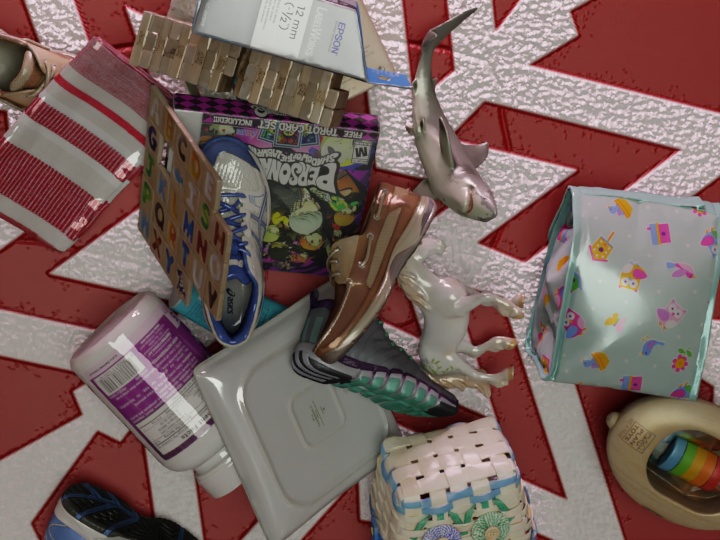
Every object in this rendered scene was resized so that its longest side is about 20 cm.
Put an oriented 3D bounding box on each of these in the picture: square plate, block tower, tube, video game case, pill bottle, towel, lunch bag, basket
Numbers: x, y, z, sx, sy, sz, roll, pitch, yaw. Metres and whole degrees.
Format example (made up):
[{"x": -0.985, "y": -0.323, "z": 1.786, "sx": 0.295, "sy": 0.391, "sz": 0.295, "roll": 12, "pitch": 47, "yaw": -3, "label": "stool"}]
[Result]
[{"x": -0.050, "y": 0.139, "z": 1.706, "sx": 0.198, "sy": 0.028, "sz": 0.200, "roll": -33, "pitch": 108, "yaw": -35, "label": "square plate"}, {"x": -0.110, "y": -0.188, "z": 1.607, "sx": 0.200, "sy": 0.058, "sz": 0.054, "roll": 19, "pitch": 98, "yaw": 8, "label": "block tower"}, {"x": -0.095, "y": 0.060, "z": 1.736, "sx": 0.200, "sy": 0.050, "sz": 0.078, "roll": 29, "pitch": 93, "yaw": -19, "label": "tube"}, {"x": -0.093, "y": -0.080, "z": 1.680, "sx": 0.200, "sy": 0.036, "sz": 0.181, "roll": 6, "pitch": 127, "yaw": -9, "label": "video game case"}, {"x": -0.181, "y": 0.126, "z": 1.701, "sx": 0.112, "sy": 0.112, "sz": 0.200, "roll": -42, "pitch": 102, "yaw": 0, "label": "pill bottle"}, {"x": -0.271, "y": -0.116, "z": 1.651, "sx": 0.200, "sy": 0.023, "sz": 0.144, "roll": -46, "pitch": 136, "yaw": 8, "label": "towel"}, {"x": 0.269, "y": 0.015, "z": 1.740, "sx": 0.170, "sy": 0.122, "sz": 0.200, "roll": 7, "pitch": 103, "yaw": -8, "label": "lunch bag"}, {"x": 0.089, "y": 0.256, "z": 1.752, "sx": 0.176, "sy": 0.139, "sz": 0.200, "roll": -14, "pitch": 135, "yaw": -6, "label": "basket"}]

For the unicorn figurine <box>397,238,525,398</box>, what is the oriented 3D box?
[{"x": 0.094, "y": 0.042, "z": 1.732, "sx": 0.137, "sy": 0.074, "sz": 0.200, "roll": 8, "pitch": 110, "yaw": 4, "label": "unicorn figurine"}]

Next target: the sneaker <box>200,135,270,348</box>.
[{"x": -0.117, "y": -0.025, "z": 1.617, "sx": 0.075, "sy": 0.088, "sz": 0.200, "roll": -6, "pitch": 106, "yaw": -6, "label": "sneaker"}]

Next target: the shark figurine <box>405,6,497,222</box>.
[{"x": 0.094, "y": -0.144, "z": 1.729, "sx": 0.089, "sy": 0.128, "sz": 0.215, "roll": -8, "pitch": 81, "yaw": -31, "label": "shark figurine"}]

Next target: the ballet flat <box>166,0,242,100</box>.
[{"x": -0.155, "y": -0.224, "z": 1.678, "sx": 0.072, "sy": 0.072, "sz": 0.200, "roll": -15, "pitch": 100, "yaw": -5, "label": "ballet flat"}]

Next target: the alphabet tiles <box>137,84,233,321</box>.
[{"x": -0.165, "y": -0.051, "z": 1.610, "sx": 0.008, "sy": 0.200, "sz": 0.167, "roll": -9, "pitch": 130, "yaw": -26, "label": "alphabet tiles"}]

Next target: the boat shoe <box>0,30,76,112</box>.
[{"x": -0.316, "y": -0.183, "z": 1.645, "sx": 0.200, "sy": 0.072, "sz": 0.076, "roll": 19, "pitch": 96, "yaw": -17, "label": "boat shoe"}]

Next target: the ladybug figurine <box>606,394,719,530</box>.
[{"x": 0.339, "y": 0.191, "z": 1.791, "sx": 0.200, "sy": 0.072, "sz": 0.136, "roll": 31, "pitch": 107, "yaw": -15, "label": "ladybug figurine"}]

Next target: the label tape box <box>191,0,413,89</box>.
[{"x": -0.044, "y": -0.221, "z": 1.555, "sx": 0.200, "sy": 0.143, "sz": 0.066, "roll": 14, "pitch": 102, "yaw": -3, "label": "label tape box"}]

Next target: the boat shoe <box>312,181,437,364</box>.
[{"x": 0.000, "y": 0.000, "z": 1.648, "sx": 0.072, "sy": 0.076, "sz": 0.200, "roll": 31, "pitch": 62, "yaw": -2, "label": "boat shoe"}]

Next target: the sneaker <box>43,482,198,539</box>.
[{"x": -0.228, "y": 0.291, "z": 1.749, "sx": 0.200, "sy": 0.076, "sz": 0.077, "roll": 34, "pitch": 115, "yaw": -11, "label": "sneaker"}]

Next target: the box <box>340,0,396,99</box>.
[{"x": -0.046, "y": -0.264, "z": 1.671, "sx": 0.078, "sy": 0.095, "sz": 0.200, "roll": -26, "pitch": 102, "yaw": -3, "label": "box"}]

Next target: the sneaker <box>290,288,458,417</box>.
[{"x": 0.026, "y": 0.084, "z": 1.708, "sx": 0.200, "sy": 0.074, "sz": 0.088, "roll": 24, "pitch": 68, "yaw": -35, "label": "sneaker"}]
